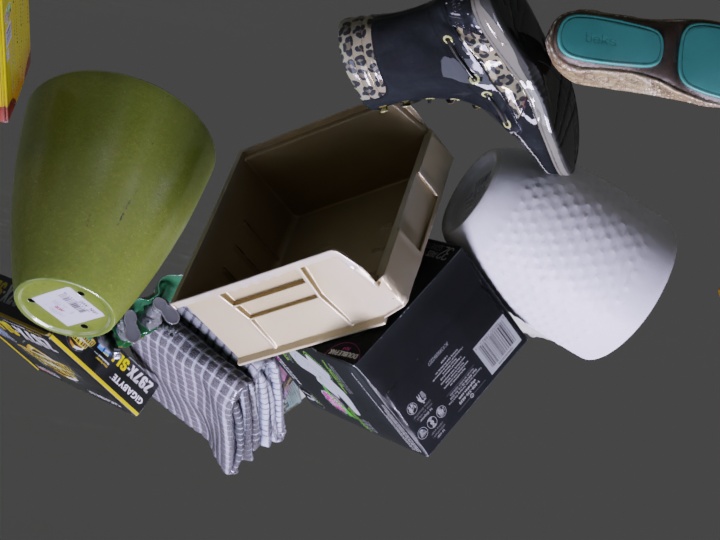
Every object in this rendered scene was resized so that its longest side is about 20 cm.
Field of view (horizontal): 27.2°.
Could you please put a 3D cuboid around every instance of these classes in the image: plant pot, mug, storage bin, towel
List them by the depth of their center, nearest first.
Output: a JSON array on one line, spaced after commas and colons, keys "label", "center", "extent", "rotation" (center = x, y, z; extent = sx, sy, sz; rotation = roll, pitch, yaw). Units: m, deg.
[{"label": "storage bin", "center": [-0.037, -0.037, 1.314], "extent": [0.198, 0.200, 0.094], "rotation": [-18, 127, 35]}, {"label": "mug", "center": [0.158, -0.021, 1.354], "extent": [0.175, 0.148, 0.200], "rotation": [31, 158, -15]}, {"label": "plant pot", "center": [-0.246, -0.047, 1.371], "extent": [0.186, 0.200, 0.187], "rotation": [8, 145, 5]}, {"label": "towel", "center": [-0.172, 0.121, 1.638], "extent": [0.165, 0.086, 0.200], "rotation": [34, 152, 20]}]

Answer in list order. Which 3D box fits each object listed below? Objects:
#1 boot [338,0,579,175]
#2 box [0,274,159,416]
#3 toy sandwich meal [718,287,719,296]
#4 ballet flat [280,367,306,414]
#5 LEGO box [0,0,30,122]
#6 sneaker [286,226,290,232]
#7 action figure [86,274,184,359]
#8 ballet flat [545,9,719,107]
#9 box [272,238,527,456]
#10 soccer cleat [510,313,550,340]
[{"label": "boot", "center": [0.086, -0.152, 1.244], "extent": [0.153, 0.074, 0.204], "rotation": [-8, 135, 29]}, {"label": "box", "center": [-0.335, 0.075, 1.631], "extent": [0.200, 0.049, 0.160], "rotation": [17, 154, 43]}, {"label": "toy sandwich meal", "center": [0.430, 0.027, 1.407], "extent": [0.204, 0.070, 0.205], "rotation": [4, 147, 3]}, {"label": "ballet flat", "center": [-0.076, 0.100, 1.658], "extent": [0.071, 0.069, 0.200], "rotation": [-13, 146, -10]}, {"label": "LEGO box", "center": [-0.361, -0.229, 1.255], "extent": [0.148, 0.077, 0.200], "rotation": [13, 145, -3]}, {"label": "sneaker", "center": [0.000, 0.000, 1.485], "extent": [0.199, 0.073, 0.077], "rotation": [17, 129, -17]}, {"label": "action figure", "center": [-0.225, 0.054, 1.485], "extent": [0.118, 0.055, 0.200], "rotation": [-24, 180, -16]}, {"label": "ballet flat", "center": [0.246, -0.168, 1.197], "extent": [0.199, 0.071, 0.065], "rotation": [14, 171, 1]}, {"label": "box", "center": [0.020, 0.055, 1.352], "extent": [0.200, 0.149, 0.124], "rotation": [16, 148, 56]}, {"label": "soccer cleat", "center": [0.165, 0.038, 1.481], "extent": [0.199, 0.069, 0.078], "rotation": [0, 133, 5]}]
